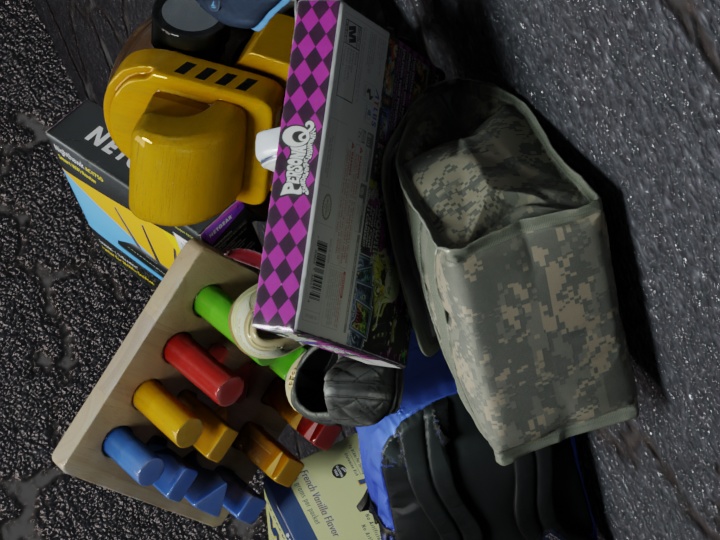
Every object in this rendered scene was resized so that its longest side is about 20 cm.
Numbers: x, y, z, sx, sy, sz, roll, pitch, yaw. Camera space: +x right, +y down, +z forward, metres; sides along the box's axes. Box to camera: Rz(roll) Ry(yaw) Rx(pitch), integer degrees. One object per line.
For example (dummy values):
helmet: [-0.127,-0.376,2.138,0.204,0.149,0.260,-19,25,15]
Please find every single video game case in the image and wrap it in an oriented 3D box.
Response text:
video game case: [-0.003,-0.049,1.389,0.181,0.036,0.202,21,-104,-66]

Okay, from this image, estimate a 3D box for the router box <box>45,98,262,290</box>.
router box: [-0.153,-0.035,1.776,0.200,0.051,0.150,32,154,37]

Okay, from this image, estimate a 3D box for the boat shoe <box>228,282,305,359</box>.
boat shoe: [-0.002,-0.002,1.591,0.074,0.200,0.063,62,166,-6]

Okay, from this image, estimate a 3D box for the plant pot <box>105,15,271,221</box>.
plant pot: [-0.087,-0.122,1.808,0.198,0.199,0.201,19,132,66]

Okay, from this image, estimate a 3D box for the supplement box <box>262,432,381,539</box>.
supplement box: [0.035,0.222,1.875,0.135,0.199,0.200,60,167,22]

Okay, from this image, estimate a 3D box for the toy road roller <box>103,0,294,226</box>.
toy road roller: [-0.084,-0.094,1.561,0.123,0.199,0.146,98,-169,-46]

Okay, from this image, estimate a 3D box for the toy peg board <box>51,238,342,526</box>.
toy peg board: [-0.096,0.109,1.700,0.098,0.200,0.200,36,-176,39]

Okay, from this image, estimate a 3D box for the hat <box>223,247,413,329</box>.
hat: [-0.001,0.050,1.744,0.201,0.175,0.166,67,168,-1]

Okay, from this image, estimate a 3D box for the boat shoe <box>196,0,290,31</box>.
boat shoe: [-0.071,-0.202,1.403,0.200,0.068,0.085,131,152,-60]

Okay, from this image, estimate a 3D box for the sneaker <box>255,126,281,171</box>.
sneaker: [0.010,-0.052,1.512,0.073,0.199,0.071,-12,72,44]

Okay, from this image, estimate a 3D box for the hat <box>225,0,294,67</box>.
hat: [-0.034,-0.152,1.652,0.201,0.199,0.081,77,-152,-44]

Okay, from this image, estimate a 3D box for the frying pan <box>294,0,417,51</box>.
frying pan: [0.006,-0.141,1.482,0.190,0.031,0.116,39,-130,-56]

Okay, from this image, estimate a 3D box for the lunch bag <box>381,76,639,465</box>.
lunch bag: [0.083,-0.008,1.393,0.200,0.117,0.165,-118,12,-57]

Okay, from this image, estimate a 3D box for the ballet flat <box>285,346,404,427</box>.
ballet flat: [-0.022,0.074,1.551,0.200,0.056,0.067,172,106,-73]

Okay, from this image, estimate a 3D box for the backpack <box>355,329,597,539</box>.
backpack: [0.068,0.128,1.626,0.168,0.162,0.201,-121,12,-49]
